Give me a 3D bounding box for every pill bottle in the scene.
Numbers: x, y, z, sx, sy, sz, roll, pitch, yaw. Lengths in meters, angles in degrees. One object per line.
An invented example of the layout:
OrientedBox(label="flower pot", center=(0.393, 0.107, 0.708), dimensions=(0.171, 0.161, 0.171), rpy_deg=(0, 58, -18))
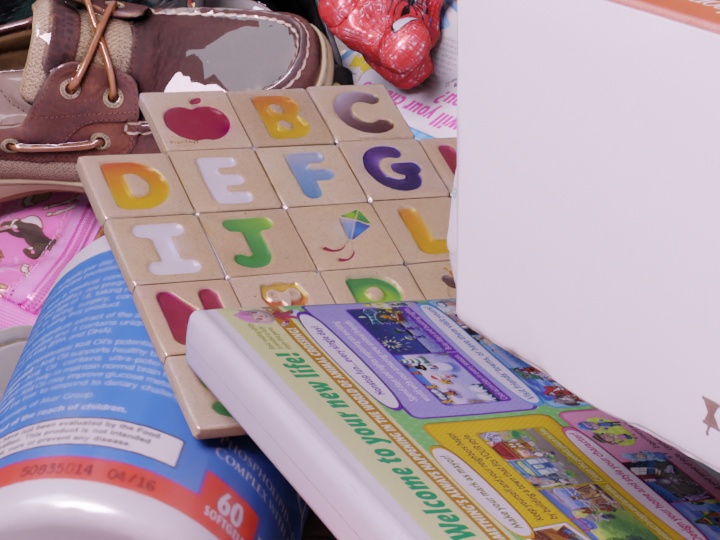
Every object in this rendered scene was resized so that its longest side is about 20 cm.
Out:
OrientedBox(label="pill bottle", center=(-0.067, 0.053, 0.761), dimensions=(0.112, 0.112, 0.200), rpy_deg=(-16, 33, 23))

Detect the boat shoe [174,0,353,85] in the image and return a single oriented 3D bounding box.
OrientedBox(label="boat shoe", center=(-0.038, -0.064, 0.916), dimensions=(0.073, 0.063, 0.202), rpy_deg=(7, 40, -23))

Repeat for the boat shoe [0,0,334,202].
OrientedBox(label="boat shoe", center=(-0.112, -0.073, 0.871), dimensions=(0.199, 0.072, 0.072), rpy_deg=(-6, 61, 13))

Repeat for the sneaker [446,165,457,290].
OrientedBox(label="sneaker", center=(0.120, -0.007, 0.678), dimensions=(0.199, 0.081, 0.070), rpy_deg=(11, 15, -9))

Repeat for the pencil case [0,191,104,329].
OrientedBox(label="pencil case", center=(-0.126, -0.016, 0.950), dimensions=(0.082, 0.087, 0.200), rpy_deg=(1, 40, 17))

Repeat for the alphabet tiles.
OrientedBox(label="alphabet tiles", center=(0.000, 0.000, 0.755), dimensions=(0.166, 0.006, 0.200), rpy_deg=(-5, 43, -25))

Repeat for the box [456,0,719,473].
OrientedBox(label="box", center=(0.138, -0.031, 0.538), dimensions=(0.199, 0.098, 0.124), rpy_deg=(-10, 20, -26))

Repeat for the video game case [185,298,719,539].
OrientedBox(label="video game case", center=(0.066, 0.051, 0.642), dimensions=(0.181, 0.022, 0.200), rpy_deg=(-2, 21, -24))

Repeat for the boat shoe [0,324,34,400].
OrientedBox(label="boat shoe", center=(-0.151, 0.068, 0.791), dimensions=(0.062, 0.075, 0.200), rpy_deg=(-21, -1, 30))

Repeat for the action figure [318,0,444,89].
OrientedBox(label="action figure", center=(0.006, -0.129, 0.954), dimensions=(0.052, 0.065, 0.200), rpy_deg=(-41, 26, 16))

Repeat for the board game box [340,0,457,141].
OrientedBox(label="board game box", center=(0.076, -0.081, 0.917), dimensions=(0.134, 0.034, 0.200), rpy_deg=(-38, 30, -14))
